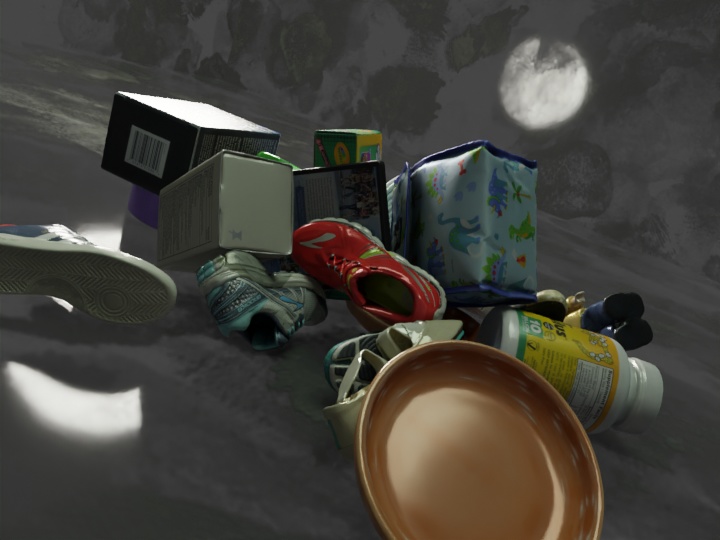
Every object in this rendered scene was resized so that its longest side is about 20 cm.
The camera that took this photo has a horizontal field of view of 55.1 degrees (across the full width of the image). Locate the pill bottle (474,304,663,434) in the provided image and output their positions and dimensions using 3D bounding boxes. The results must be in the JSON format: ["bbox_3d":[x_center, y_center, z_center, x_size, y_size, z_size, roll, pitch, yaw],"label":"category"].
[{"bbox_3d":[0.233,0.119,0.786,0.197,0.114,0.113,17,16,-6],"label":"pill bottle"}]

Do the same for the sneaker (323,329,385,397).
[{"bbox_3d":[0.021,0.098,0.726,0.079,0.079,0.199,6,2,33],"label":"sneaker"}]

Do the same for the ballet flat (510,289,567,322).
[{"bbox_3d":[0.205,0.059,0.875,0.065,0.058,0.200,17,-22,-3],"label":"ballet flat"}]

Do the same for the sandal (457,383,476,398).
[{"bbox_3d":[0.091,0.126,0.651,0.078,0.088,0.200,18,14,6],"label":"sandal"}]

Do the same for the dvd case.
[{"bbox_3d":[-0.056,-0.048,0.819,0.197,0.145,0.017,-2,6,27],"label":"dvd case"}]

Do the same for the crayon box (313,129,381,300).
[{"bbox_3d":[-0.016,-0.075,0.878,0.057,0.204,0.119,5,12,15],"label":"crayon box"}]

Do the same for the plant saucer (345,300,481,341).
[{"bbox_3d":[0.074,0.069,0.916,0.197,0.033,0.201,19,16,-5],"label":"plant saucer"}]

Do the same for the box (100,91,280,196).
[{"bbox_3d":[-0.232,-0.169,0.971,0.147,0.109,0.199,24,16,20],"label":"box"}]

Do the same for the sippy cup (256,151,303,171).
[{"bbox_3d":[-0.111,-0.074,0.959,0.139,0.132,0.177,26,-3,41],"label":"sippy cup"}]

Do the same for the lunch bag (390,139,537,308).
[{"bbox_3d":[0.103,-0.044,0.826,0.126,0.173,0.199,12,-12,-36],"label":"lunch bag"}]

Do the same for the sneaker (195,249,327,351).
[{"bbox_3d":[-0.098,0.049,0.743,0.199,0.077,0.087,21,46,-57],"label":"sneaker"}]

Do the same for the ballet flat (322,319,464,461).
[{"bbox_3d":[0.031,0.087,0.626,0.069,0.070,0.200,24,40,20],"label":"ballet flat"}]

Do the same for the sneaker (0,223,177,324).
[{"bbox_3d":[-0.276,-0.007,0.681,0.197,0.076,0.085,16,21,-10],"label":"sneaker"}]

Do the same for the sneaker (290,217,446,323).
[{"bbox_3d":[0.000,0.000,0.740,0.198,0.078,0.085,26,14,20],"label":"sneaker"}]

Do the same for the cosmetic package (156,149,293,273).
[{"bbox_3d":[-0.159,-0.057,0.785,0.086,0.105,0.199,6,-8,-33],"label":"cosmetic package"}]

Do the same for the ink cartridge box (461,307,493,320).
[{"bbox_3d":[0.138,0.004,1.003,0.144,0.085,0.200,25,-2,18],"label":"ink cartridge box"}]

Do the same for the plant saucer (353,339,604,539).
[{"bbox_3d":[0.086,0.148,0.518,0.197,0.038,0.203,10,52,-13],"label":"plant saucer"}]

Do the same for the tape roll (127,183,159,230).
[{"bbox_3d":[-0.248,-0.105,1.054,0.197,0.067,0.200,18,17,-5],"label":"tape roll"}]

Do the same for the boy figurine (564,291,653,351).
[{"bbox_3d":[0.296,0.096,0.913,0.063,0.126,0.200,-9,-18,-18],"label":"boy figurine"}]

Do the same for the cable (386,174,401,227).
[{"bbox_3d":[0.050,-0.064,1.043,0.070,0.199,0.200,50,-16,15],"label":"cable"}]
